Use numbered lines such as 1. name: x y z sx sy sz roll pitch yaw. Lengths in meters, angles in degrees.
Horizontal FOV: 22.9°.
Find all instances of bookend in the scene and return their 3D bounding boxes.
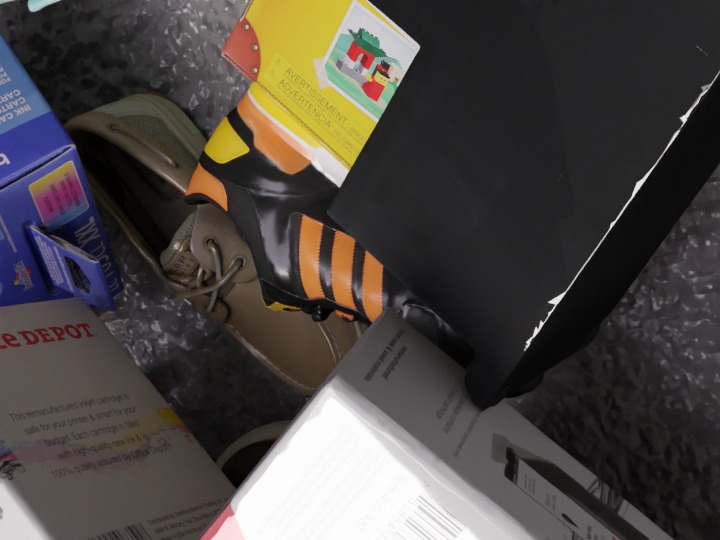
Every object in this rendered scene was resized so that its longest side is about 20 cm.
1. bookend: 0.046 -0.092 0.684 0.199 0.092 0.200 42 123 17

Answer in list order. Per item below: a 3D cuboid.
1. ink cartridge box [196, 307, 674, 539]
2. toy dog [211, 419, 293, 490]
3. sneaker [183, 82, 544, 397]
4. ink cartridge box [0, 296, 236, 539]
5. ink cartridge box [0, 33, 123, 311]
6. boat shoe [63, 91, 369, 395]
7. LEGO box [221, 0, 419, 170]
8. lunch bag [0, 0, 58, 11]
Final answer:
1. ink cartridge box: 0.037 0.138 0.694 0.200 0.083 0.147 39 115 0
2. toy dog: -0.069 0.140 0.922 0.199 0.139 0.195 -17 65 37
3. sneaker: 0.000 0.000 0.841 0.200 0.070 0.090 46 109 14
4. ink cartridge box: -0.148 0.134 0.796 0.145 0.147 0.200 -48 72 21
5. ink cartridge box: -0.191 -0.054 0.894 0.200 0.076 0.137 55 166 27
6. boat shoe: -0.076 -0.008 0.904 0.200 0.065 0.072 49 124 12
7. LEGO box: 0.057 -0.097 0.779 0.200 0.077 0.149 43 123 15
8. lunch bag: -0.143 -0.203 0.804 0.077 0.200 0.161 -8 102 37
